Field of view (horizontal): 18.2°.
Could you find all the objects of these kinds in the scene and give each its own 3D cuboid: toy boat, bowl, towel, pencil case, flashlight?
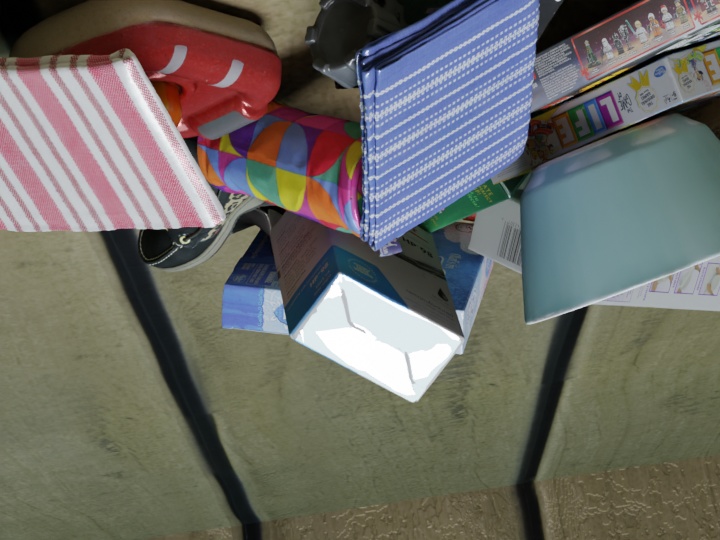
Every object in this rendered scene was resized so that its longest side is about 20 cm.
[{"bbox_3d":[-0.144,-0.105,1.513,0.130,0.132,0.199,-21,160,39],"label":"toy boat"},{"bbox_3d":[0.194,-0.045,1.611,0.200,0.106,0.201,-21,178,-1],"label":"bowl"},{"bbox_3d":[0.056,-0.108,1.487,0.144,0.024,0.201,-32,151,-19],"label":"towel"},{"bbox_3d":[-0.033,-0.076,1.624,0.088,0.089,0.199,7,-170,-44],"label":"pencil case"},{"bbox_3d":[-0.195,-0.085,1.442,0.199,0.030,0.147,0,139,28],"label":"towel"},{"bbox_3d":[0.028,-0.130,1.501,0.068,0.068,0.200,-20,162,23],"label":"flashlight"}]

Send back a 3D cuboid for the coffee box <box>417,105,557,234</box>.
[{"bbox_3d":[0.066,-0.076,1.787,0.199,0.044,0.123,-23,-161,46],"label":"coffee box"}]

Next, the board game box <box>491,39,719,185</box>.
[{"bbox_3d":[0.198,-0.121,1.628,0.134,0.034,0.200,-20,178,-40],"label":"board game box"}]

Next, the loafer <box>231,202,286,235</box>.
[{"bbox_3d":[-0.074,-0.056,1.840,0.072,0.073,0.200,4,160,-37],"label":"loafer"}]

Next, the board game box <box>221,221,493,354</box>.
[{"bbox_3d":[0.003,0.004,1.875,0.198,0.044,0.200,7,-158,8],"label":"board game box"}]

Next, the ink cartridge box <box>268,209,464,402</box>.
[{"bbox_3d":[0.000,0.000,1.688,0.115,0.200,0.067,28,112,-22],"label":"ink cartridge box"}]

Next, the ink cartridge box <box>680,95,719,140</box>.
[{"bbox_3d":[0.298,-0.092,1.742,0.164,0.076,0.200,4,160,-39],"label":"ink cartridge box"}]

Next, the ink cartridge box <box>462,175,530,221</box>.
[{"bbox_3d":[0.144,-0.070,1.952,0.109,0.051,0.199,7,158,-45],"label":"ink cartridge box"}]

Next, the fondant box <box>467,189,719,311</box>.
[{"bbox_3d":[0.209,-0.017,1.842,0.199,0.059,0.144,2,-163,-41],"label":"fondant box"}]

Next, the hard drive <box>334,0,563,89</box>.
[{"bbox_3d":[0.061,-0.180,1.534,0.139,0.038,0.200,-6,165,-11],"label":"hard drive"}]

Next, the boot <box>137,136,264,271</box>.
[{"bbox_3d":[-0.165,-0.065,1.766,0.153,0.074,0.203,5,153,-35],"label":"boot"}]

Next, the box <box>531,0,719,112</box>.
[{"bbox_3d":[0.220,-0.172,1.569,0.136,0.040,0.199,-19,177,-45],"label":"box"}]
